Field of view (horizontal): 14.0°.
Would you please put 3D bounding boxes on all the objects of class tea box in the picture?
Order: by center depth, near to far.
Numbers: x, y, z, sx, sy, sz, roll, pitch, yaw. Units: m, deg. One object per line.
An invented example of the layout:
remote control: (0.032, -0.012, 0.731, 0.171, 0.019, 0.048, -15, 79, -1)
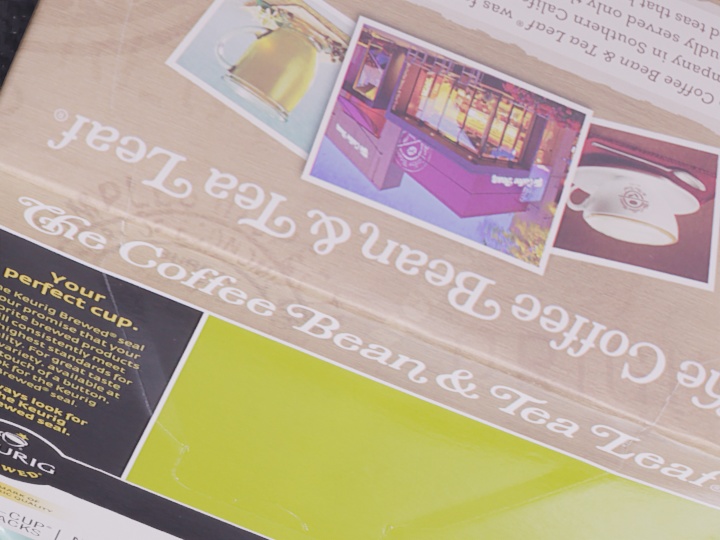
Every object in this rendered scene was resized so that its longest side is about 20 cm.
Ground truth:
tea box: (0.000, 0.000, 0.753, 0.200, 0.134, 0.197, 22, 151, -6)

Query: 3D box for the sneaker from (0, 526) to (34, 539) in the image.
sneaker: (-0.022, 0.064, 0.872, 0.200, 0.086, 0.078, -2, 109, 2)
